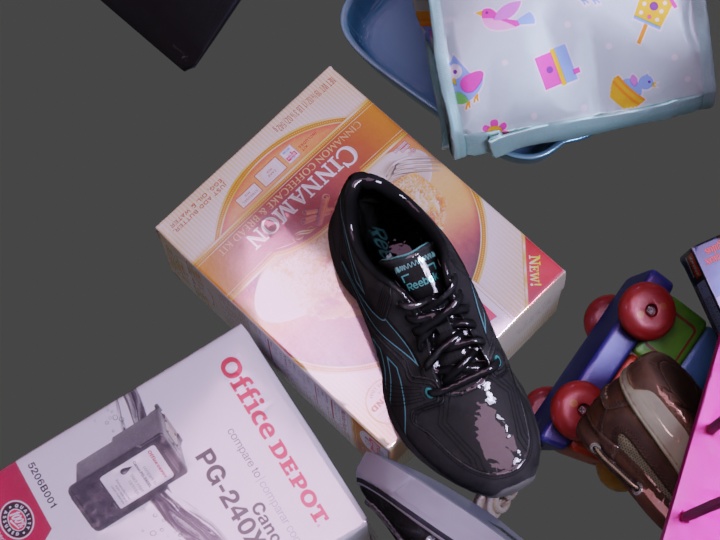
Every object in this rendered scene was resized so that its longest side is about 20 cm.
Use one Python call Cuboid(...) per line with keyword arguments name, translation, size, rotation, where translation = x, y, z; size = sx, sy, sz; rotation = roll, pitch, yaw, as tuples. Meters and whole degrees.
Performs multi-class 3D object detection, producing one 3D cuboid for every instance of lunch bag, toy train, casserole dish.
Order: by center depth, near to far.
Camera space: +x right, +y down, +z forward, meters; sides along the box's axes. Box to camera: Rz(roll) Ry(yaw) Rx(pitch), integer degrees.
Cuboid(name="toy train", translation=(0.149, 0.110, 0.904), size=(0.116, 0.085, 0.200), rotation=(36, 79, -2))
Cuboid(name="lunch bag", translation=(0.116, -0.172, 0.939), size=(0.169, 0.122, 0.201), rotation=(-10, 76, 0))
Cuboid(name="casserole dish", translation=(0.079, -0.146, 1.020), size=(0.200, 0.039, 0.121), rotation=(37, 75, 15))

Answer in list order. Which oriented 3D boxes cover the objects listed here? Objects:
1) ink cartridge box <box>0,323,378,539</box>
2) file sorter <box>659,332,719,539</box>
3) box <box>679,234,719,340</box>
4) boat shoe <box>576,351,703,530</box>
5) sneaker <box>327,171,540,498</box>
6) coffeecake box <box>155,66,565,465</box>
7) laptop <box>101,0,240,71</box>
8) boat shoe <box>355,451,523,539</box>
Cuboid(name="ink cartridge box", translation=(-0.110, 0.146, 0.893), size=(0.200, 0.083, 0.146), rotation=(-32, 70, -8))
Cuboid(name="file sorter", translation=(0.217, 0.130, 0.712), size=(0.138, 0.125, 0.201), rotation=(18, 78, 7))
Cuboid(name="box", translation=(0.291, 0.013, 0.826), size=(0.199, 0.038, 0.137), rotation=(-24, 81, -2))
Cuboid(name="boat shoe", translation=(0.192, 0.142, 0.824), size=(0.075, 0.075, 0.203), rotation=(-42, 75, 24))
Cuboid(name="sneaker", translation=(0.035, 0.033, 0.854), size=(0.075, 0.079, 0.201), rotation=(-28, 72, -8))
Cuboid(name="coffeecake box", translation=(0.000, 0.000, 0.949), size=(0.200, 0.073, 0.153), rotation=(42, 76, 16))
Cuboid(name="laptop", translation=(-0.103, -0.264, 1.091), size=(0.177, 0.103, 0.200), rotation=(41, 51, 16))
Cuboid(name="boat shoe", translation=(0.055, 0.163, 0.814), size=(0.199, 0.074, 0.068), rotation=(32, 90, 42))
